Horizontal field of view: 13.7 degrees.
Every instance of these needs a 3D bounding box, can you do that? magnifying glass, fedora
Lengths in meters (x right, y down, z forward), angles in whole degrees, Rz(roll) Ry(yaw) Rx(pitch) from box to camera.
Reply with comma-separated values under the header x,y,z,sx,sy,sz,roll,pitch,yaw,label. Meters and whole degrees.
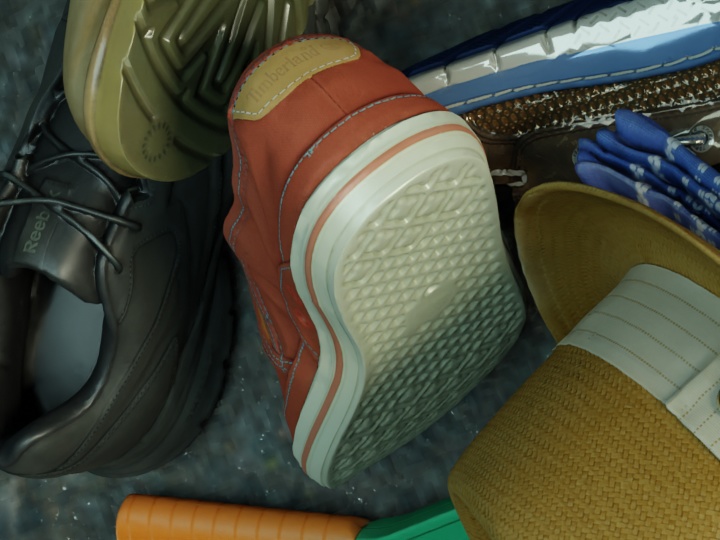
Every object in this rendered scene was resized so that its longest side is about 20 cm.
x,y,z,sx,sy,sz,roll,pitch,yaw,label
0.021,0.085,0.861,0.199,0.022,0.080,3,113,23,magnifying glass
0.081,0.073,0.707,0.082,0.201,0.201,-38,81,-10,fedora

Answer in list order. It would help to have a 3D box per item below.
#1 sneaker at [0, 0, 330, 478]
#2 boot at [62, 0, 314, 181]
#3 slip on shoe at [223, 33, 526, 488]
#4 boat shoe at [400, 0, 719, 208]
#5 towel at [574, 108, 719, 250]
x,y,z,sx,sy,sz,roll,pitch,yaw,label
-0.065,-0.030,0.848,0.076,0.091,0.201,15,101,21,sneaker
-0.100,-0.114,0.822,0.200,0.066,0.176,9,68,33,boot
0.000,0.000,0.785,0.074,0.200,0.061,-35,68,-11,slip on shoe
0.071,-0.038,0.802,0.200,0.072,0.073,-18,98,26,boat shoe
0.127,0.057,0.726,0.024,0.145,0.200,-34,46,-11,towel
